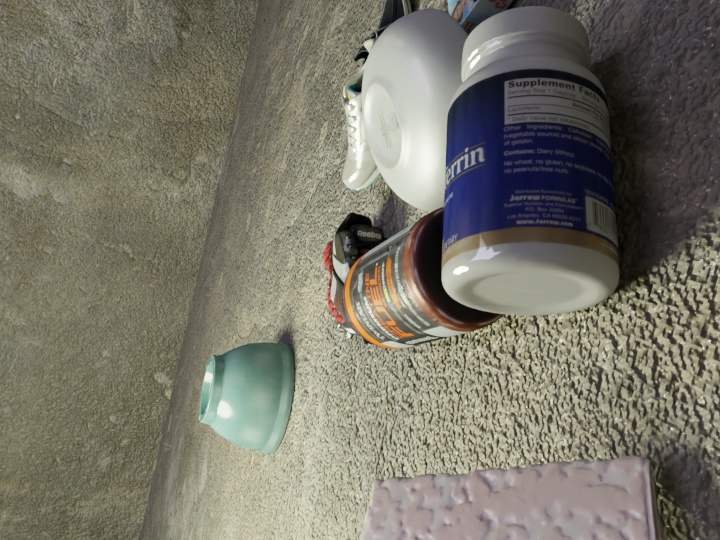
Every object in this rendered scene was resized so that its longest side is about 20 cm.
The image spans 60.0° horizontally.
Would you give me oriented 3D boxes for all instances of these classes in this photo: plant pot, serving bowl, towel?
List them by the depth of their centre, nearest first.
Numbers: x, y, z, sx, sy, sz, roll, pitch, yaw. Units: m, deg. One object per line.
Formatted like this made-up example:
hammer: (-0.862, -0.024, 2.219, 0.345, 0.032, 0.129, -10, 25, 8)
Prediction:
towel: (0.075, 0.207, 0.354, 0.200, 0.032, 0.191, -17, 44, 34)
serving bowl: (0.050, -0.149, 0.618, 0.200, 0.066, 0.200, 163, 90, -70)
plant pot: (-0.213, 0.220, 1.121, 0.200, 0.134, 0.201, -168, 90, -69)

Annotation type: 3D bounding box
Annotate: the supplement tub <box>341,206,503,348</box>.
supplement tub: (0.050, 0.017, 0.588, 0.200, 0.107, 0.107, 148, 130, -63)

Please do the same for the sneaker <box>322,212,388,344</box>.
sneaker: (0.000, 0.000, 0.774, 0.201, 0.071, 0.098, -103, 29, -50)

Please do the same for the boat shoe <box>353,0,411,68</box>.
boat shoe: (0.027, -0.310, 0.889, 0.075, 0.062, 0.200, -179, 101, -71)

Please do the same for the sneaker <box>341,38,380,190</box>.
sneaker: (0.011, -0.194, 0.785, 0.077, 0.081, 0.200, -109, 36, -50)

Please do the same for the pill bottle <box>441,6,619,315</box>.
pill bottle: (0.118, -0.077, 0.446, 0.116, 0.116, 0.200, 144, 135, -61)

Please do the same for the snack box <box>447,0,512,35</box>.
snack box: (0.134, -0.353, 0.666, 0.116, 0.037, 0.200, 132, 144, -54)
